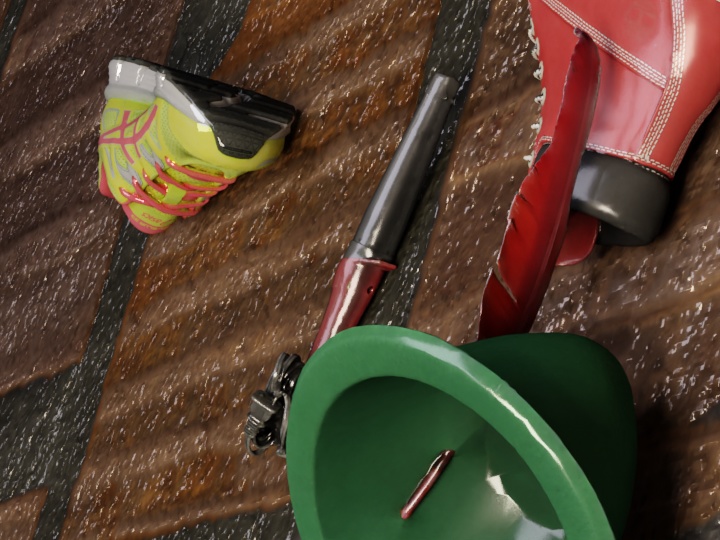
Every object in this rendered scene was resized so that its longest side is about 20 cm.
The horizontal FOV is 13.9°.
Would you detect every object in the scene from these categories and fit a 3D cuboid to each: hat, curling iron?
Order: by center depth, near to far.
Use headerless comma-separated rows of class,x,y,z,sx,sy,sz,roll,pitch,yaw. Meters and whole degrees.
hat,0.086,0.054,1.137,0.165,0.176,0.200,29,133,30
curling iron,0.000,0.000,1.375,0.200,0.026,0.050,-62,-13,-3

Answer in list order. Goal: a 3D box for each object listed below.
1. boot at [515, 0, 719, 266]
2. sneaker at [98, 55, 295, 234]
boot,0.084,-0.081,1.243,0.145,0.072,0.200,-64,28,4
sneaker,-0.094,-0.061,1.582,0.200,0.078,0.091,-160,87,-71
